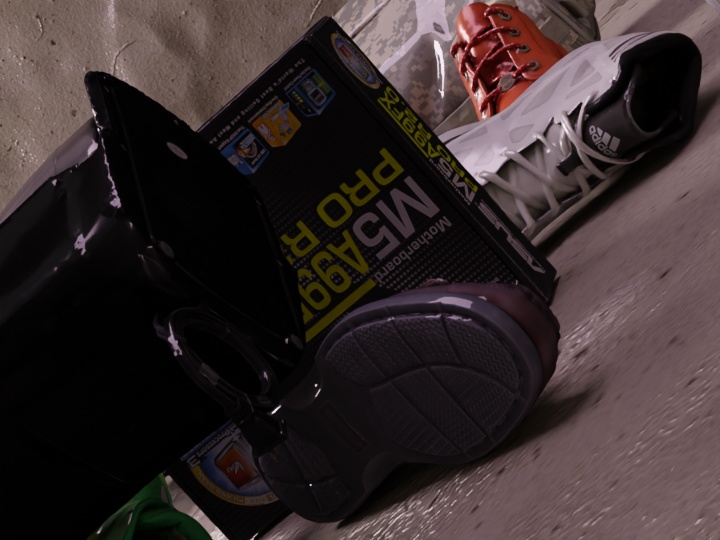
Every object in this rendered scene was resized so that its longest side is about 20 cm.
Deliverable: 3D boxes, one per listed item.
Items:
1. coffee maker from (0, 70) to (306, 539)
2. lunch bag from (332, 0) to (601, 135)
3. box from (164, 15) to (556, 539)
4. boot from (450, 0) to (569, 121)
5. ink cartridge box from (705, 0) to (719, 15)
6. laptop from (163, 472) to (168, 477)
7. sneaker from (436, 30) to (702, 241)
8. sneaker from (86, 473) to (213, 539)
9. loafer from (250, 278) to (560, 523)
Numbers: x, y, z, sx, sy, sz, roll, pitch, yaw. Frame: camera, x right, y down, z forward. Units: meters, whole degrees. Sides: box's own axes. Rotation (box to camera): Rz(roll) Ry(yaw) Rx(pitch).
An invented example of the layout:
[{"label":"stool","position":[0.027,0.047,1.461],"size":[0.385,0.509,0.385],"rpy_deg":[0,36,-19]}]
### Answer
[{"label":"coffee maker","position":[-0.132,0.046,0.793],"size":[0.200,0.135,0.192],"rpy_deg":[-41,15,17]},{"label":"lunch bag","position":[0.068,-0.144,1.387],"size":[0.200,0.139,0.168],"rpy_deg":[-43,23,18]},{"label":"box","position":[-0.036,0.008,0.916],"size":[0.200,0.160,0.044],"rpy_deg":[-39,6,21]},{"label":"boot","position":[0.087,-0.099,1.127],"size":[0.075,0.107,0.200],"rpy_deg":[-39,9,14]},{"label":"ink cartridge box","position":[0.266,-0.205,0.992],"size":[0.200,0.050,0.161],"rpy_deg":[-45,7,-2]},{"label":"laptop","position":[-0.161,0.108,1.259],"size":[0.177,0.104,0.200],"rpy_deg":[-28,-10,-21]},{"label":"sneaker","position":[0.085,-0.055,0.968],"size":[0.200,0.076,0.115],"rpy_deg":[-42,4,-15]},{"label":"sneaker","position":[-0.094,0.133,0.862],"size":[0.083,0.074,0.200],"rpy_deg":[-37,19,11]},{"label":"loafer","position":[0.020,0.041,0.781],"size":[0.063,0.072,0.200],"rpy_deg":[-42,2,-35]}]
